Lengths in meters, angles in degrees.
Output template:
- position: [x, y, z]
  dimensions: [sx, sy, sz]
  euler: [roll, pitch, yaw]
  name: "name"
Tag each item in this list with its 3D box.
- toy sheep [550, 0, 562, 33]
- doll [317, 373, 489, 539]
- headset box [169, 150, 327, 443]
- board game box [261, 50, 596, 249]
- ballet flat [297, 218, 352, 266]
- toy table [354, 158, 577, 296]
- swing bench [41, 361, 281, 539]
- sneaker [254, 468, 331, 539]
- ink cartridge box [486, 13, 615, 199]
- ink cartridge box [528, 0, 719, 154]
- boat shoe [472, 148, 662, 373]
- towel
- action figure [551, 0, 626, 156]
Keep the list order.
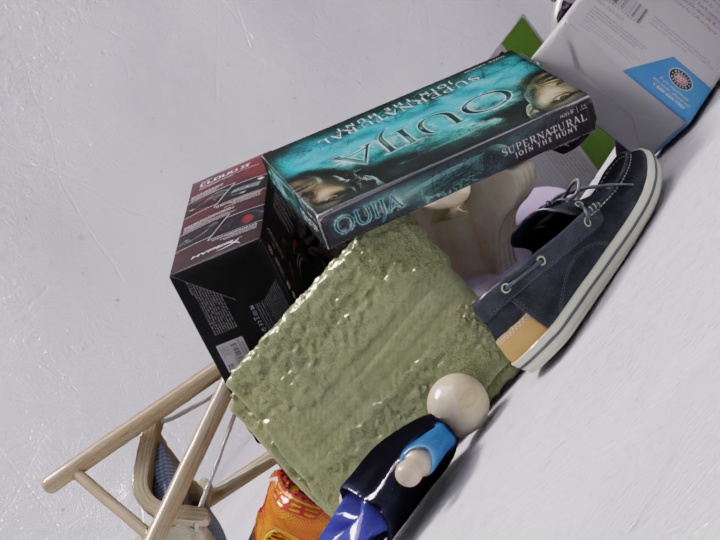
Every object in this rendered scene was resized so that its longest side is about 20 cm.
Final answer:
- position: [0.226, -0.219, 1.438]
  dimensions: [0.138, 0.138, 0.200]
  euler: [-50, 8, 13]
  name: "toy sheep"
- position: [0.010, 0.142, 1.013]
  dimensions: [0.200, 0.048, 0.136]
  euler: [-52, 4, -17]
  name: "doll"
- position: [-0.071, 0.011, 1.244]
  dimensions: [0.075, 0.149, 0.200]
  euler: [-22, 22, 9]
  name: "headset box"
- position: [0.044, -0.086, 1.117]
  dimensions: [0.199, 0.028, 0.135]
  euler: [-25, 26, -10]
  name: "board game box"
- position: [0.000, 0.000, 1.288]
  dimensions: [0.046, 0.068, 0.200]
  euler: [-17, -31, 13]
  name: "ballet flat"
- position: [0.068, -0.038, 1.178]
  dimensions: [0.183, 0.118, 0.200]
  euler: [6, 38, 42]
  name: "toy table"
- position: [-0.124, 0.166, 1.363]
  dimensions: [0.200, 0.130, 0.199]
  euler: [-50, -28, -13]
  name: "swing bench"
- position: [-0.045, 0.194, 1.245]
  dimensions: [0.200, 0.073, 0.077]
  euler: [105, -172, -79]
  name: "sneaker"
- position: [0.106, -0.087, 1.352]
  dimensions: [0.076, 0.148, 0.200]
  euler: [-16, 29, 53]
  name: "ink cartridge box"
- position: [0.224, -0.190, 1.221]
  dimensions: [0.200, 0.115, 0.068]
  euler: [-51, 1, -33]
  name: "ink cartridge box"
- position: [0.132, -0.020, 1.040]
  dimensions: [0.200, 0.062, 0.075]
  euler: [-51, 0, -37]
  name: "boat shoe"
- position: [0.007, 0.069, 1.106]
  dimensions: [0.200, 0.148, 0.036]
  euler: [-50, -16, 23]
  name: "towel"
- position: [0.207, -0.185, 1.302]
  dimensions: [0.069, 0.129, 0.201]
  euler: [89, -162, -63]
  name: "action figure"
